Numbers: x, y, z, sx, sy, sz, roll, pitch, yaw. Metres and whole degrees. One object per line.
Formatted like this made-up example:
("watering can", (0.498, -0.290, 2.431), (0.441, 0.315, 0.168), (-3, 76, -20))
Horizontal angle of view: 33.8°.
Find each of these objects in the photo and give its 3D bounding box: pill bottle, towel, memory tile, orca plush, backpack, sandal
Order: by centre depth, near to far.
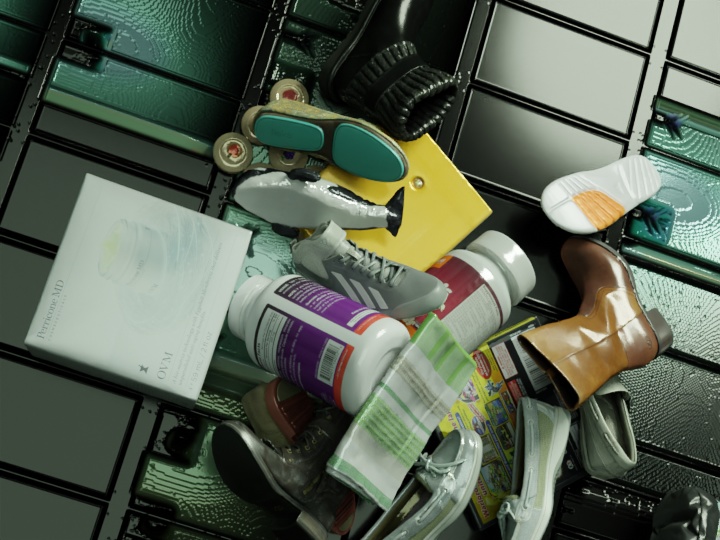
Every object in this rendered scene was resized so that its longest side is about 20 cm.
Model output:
("towel", (0.050, 0.158, 1.290), (0.031, 0.149, 0.201), (30, 80, 32))
("pill bottle", (-0.049, 0.076, 1.310), (0.199, 0.113, 0.113), (24, 73, 31))
("orca plush", (-0.047, -0.097, 1.379), (0.197, 0.106, 0.072), (-1, 47, 2))
("backpack", (0.435, 0.367, 1.394), (0.199, 0.126, 0.168), (35, 62, -10))
("pill bottle", (0.108, 0.046, 1.401), (0.200, 0.110, 0.110), (-39, 88, -22))
("memory tile", (-0.071, -0.123, 1.451), (0.200, 0.017, 0.153), (46, 75, 0))
("sandal", (0.300, -0.086, 1.497), (0.205, 0.059, 0.080), (-20, 74, -35))

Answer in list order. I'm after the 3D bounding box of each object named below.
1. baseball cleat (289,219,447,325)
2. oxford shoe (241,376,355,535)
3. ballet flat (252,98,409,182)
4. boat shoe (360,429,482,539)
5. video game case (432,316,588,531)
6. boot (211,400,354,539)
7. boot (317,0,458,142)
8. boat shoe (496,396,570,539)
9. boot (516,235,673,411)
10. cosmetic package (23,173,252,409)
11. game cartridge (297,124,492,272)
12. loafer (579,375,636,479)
("baseball cleat", (0.000, 0.000, 1.330), (0.070, 0.198, 0.107), (-54, 136, -39))
("oxford shoe", (-0.070, 0.217, 1.373), (0.070, 0.074, 0.202), (-33, 101, -52))
("ballet flat", (-0.029, -0.160, 1.407), (0.198, 0.071, 0.071), (17, 76, 11))
("boat shoe", (0.067, 0.265, 1.353), (0.065, 0.074, 0.203), (35, 92, -24))
("video game case", (0.177, 0.183, 1.438), (0.179, 0.025, 0.202), (-24, 86, -14))
("boot", (-0.062, 0.191, 1.297), (0.201, 0.069, 0.175), (55, 46, -22))
("boot", (0.063, -0.261, 1.433), (0.157, 0.079, 0.212), (29, 82, 38))
("boat shoe", (0.191, 0.249, 1.382), (0.064, 0.074, 0.204), (19, 74, -2))
("boot", (0.252, 0.057, 1.408), (0.199, 0.069, 0.189), (-21, 72, -36))
("cosmetic package", (-0.248, 0.027, 1.337), (0.198, 0.123, 0.201), (18, 77, -5))
("game cartridge", (0.033, -0.073, 1.441), (0.200, 0.032, 0.177), (-40, 89, -12))
("loafer", (0.293, 0.148, 1.428), (0.069, 0.070, 0.202), (6, 65, -36))
